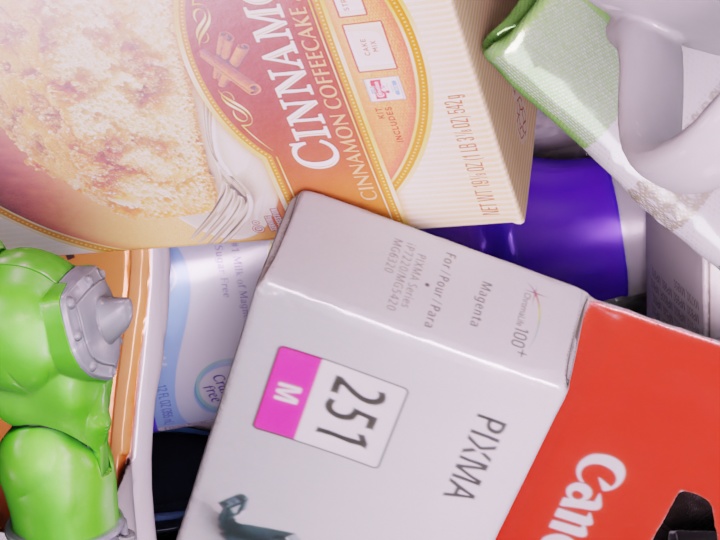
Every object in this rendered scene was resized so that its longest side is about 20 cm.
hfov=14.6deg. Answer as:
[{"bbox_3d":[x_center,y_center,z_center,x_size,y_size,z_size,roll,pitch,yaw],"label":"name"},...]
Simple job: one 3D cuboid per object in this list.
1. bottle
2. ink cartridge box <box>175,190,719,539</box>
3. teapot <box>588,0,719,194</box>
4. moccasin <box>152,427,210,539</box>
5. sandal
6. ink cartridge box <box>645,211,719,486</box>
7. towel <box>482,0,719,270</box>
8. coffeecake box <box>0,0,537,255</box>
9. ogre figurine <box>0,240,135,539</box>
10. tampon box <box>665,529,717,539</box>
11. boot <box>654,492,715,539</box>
[{"bbox_3d":[0.000,0.000,0.930,0.199,0.065,0.084,-9,120,-1],"label":"bottle"},{"bbox_3d":[0.035,0.080,0.858,0.173,0.044,0.200,20,138,0],"label":"ink cartridge box"},{"bbox_3d":[0.117,-0.144,0.690,0.197,0.146,0.201,-23,95,-15],"label":"teapot"},{"bbox_3d":[-0.003,0.104,0.971,0.199,0.068,0.081,1,119,12],"label":"moccasin"},{"bbox_3d":[-0.106,0.064,0.872,0.079,0.059,0.208,7,98,26],"label":"sandal"},{"bbox_3d":[0.164,-0.044,0.870,0.146,0.083,0.201,-4,106,-9],"label":"ink cartridge box"},{"bbox_3d":[0.149,-0.054,0.785,0.200,0.031,0.149,38,78,-16],"label":"towel"},{"bbox_3d":[-0.063,-0.081,0.794,0.199,0.073,0.154,-4,139,16],"label":"coffeecake box"},{"bbox_3d":[-0.142,0.025,0.779,0.200,0.098,0.120,37,116,21],"label":"ogre figurine"},{"bbox_3d":[0.168,0.194,1.012,0.149,0.127,0.200,1,145,-9],"label":"tampon box"},{"bbox_3d":[0.136,0.078,1.011,0.200,0.069,0.174,36,119,-23],"label":"boot"}]
